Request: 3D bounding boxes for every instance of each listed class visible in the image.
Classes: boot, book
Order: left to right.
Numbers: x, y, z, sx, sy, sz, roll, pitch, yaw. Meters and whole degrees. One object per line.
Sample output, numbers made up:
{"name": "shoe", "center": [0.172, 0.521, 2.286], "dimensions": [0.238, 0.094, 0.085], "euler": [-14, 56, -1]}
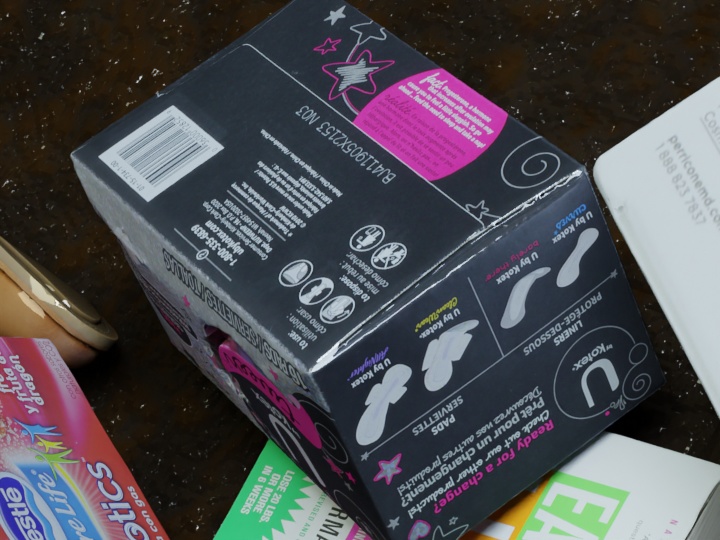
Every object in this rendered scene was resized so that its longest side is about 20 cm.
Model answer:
{"name": "boot", "center": [-0.207, 0.049, 1.261], "dimensions": [0.200, 0.077, 0.156], "euler": [23, 78, 37]}
{"name": "book", "center": [0.036, 0.113, 1.096], "dimensions": [0.199, 0.048, 0.134], "euler": [14, 66, 39]}

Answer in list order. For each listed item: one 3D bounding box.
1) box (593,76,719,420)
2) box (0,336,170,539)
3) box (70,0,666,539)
{"name": "box", "center": [0.220, 0.019, 0.948], "dimensions": [0.200, 0.171, 0.199], "euler": [-33, 50, 11]}
{"name": "box", "center": [-0.134, 0.129, 1.109], "dimensions": [0.100, 0.095, 0.200], "euler": [-48, 60, 27]}
{"name": "box", "center": [0.000, 0.000, 1.105], "dimensions": [0.132, 0.115, 0.200], "euler": [-36, 38, -12]}
